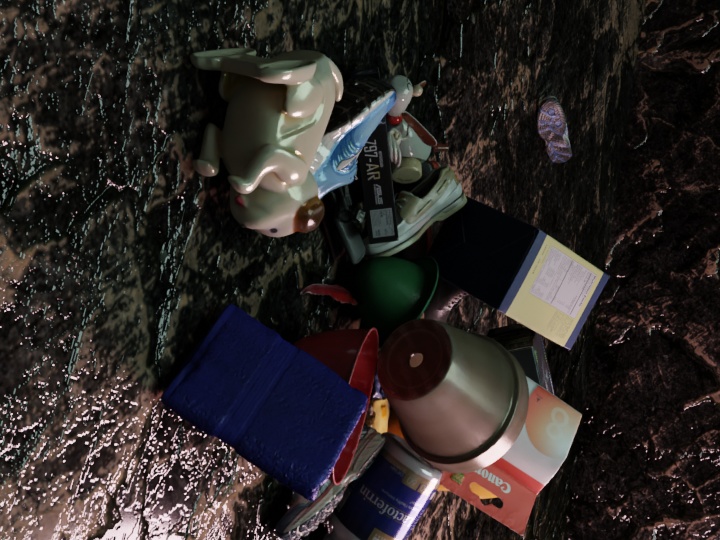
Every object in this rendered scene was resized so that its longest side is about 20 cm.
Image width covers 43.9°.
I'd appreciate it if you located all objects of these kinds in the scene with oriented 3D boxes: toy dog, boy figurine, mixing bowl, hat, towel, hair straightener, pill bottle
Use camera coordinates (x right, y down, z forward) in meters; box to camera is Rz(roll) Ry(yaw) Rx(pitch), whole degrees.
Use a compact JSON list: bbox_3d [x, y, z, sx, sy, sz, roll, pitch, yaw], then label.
[{"bbox_3d":[0.085,-0.209,1.317,0.200,0.095,0.134,67,16,-84],"label":"toy dog"},{"bbox_3d":[0.024,0.227,1.394,0.124,0.063,0.204,33,64,-73],"label":"boy figurine"},{"bbox_3d":[-0.053,0.160,1.139,0.200,0.107,0.204,12,90,-80],"label":"mixing bowl"},{"bbox_3d":[0.000,0.000,1.284,0.175,0.200,0.167,38,84,-21],"label":"hat"},{"bbox_3d":[-0.099,-0.137,0.985,0.193,0.138,0.203,-30,129,-56],"label":"toy dog"},{"bbox_3d":[-0.103,0.144,0.980,0.148,0.198,0.050,-56,179,-38],"label":"towel"},{"bbox_3d":[-0.021,-0.093,1.209,0.041,0.076,0.202,-44,136,-38],"label":"hair straightener"},{"bbox_3d":[0.027,0.352,1.313,0.202,0.115,0.115,-59,153,2],"label":"pill bottle"}]

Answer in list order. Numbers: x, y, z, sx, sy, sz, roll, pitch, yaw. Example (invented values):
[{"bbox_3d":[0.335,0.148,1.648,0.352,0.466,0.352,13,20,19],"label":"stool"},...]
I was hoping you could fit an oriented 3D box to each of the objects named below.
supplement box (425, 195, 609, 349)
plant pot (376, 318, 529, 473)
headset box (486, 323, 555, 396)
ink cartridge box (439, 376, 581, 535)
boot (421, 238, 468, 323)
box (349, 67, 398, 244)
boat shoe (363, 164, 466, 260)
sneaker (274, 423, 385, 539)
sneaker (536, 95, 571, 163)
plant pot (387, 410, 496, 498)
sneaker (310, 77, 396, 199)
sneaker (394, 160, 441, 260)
[{"bbox_3d":[0.245,0.001,1.420,0.198,0.199,0.136,27,94,-38],"label":"supplement box"},{"bbox_3d":[0.113,0.155,1.238,0.174,0.197,0.203,44,56,-46],"label":"plant pot"},{"bbox_3d":[0.262,0.194,1.468,0.200,0.091,0.177,-31,109,-74],"label":"headset box"},{"bbox_3d":[0.222,0.258,1.310,0.161,0.050,0.202,33,64,-12],"label":"ink cartridge box"},{"bbox_3d":[0.175,0.050,1.587,0.077,0.136,0.203,-31,124,-59],"label":"boot"},{"bbox_3d":[0.018,-0.162,1.243,0.161,0.043,0.203,-93,176,-64],"label":"box"},{"bbox_3d":[0.073,-0.090,1.372,0.199,0.074,0.069,-36,115,-23],"label":"boat shoe"},{"bbox_3d":[-0.056,0.285,1.240,0.200,0.086,0.078,-45,162,-25],"label":"sneaker"},{"bbox_3d":[0.479,-0.361,2.235,0.201,0.074,0.078,65,17,-47],"label":"sneaker"},{"bbox_3d":[0.140,0.282,1.479,0.200,0.180,0.204,-12,90,-75],"label":"plant pot"},{"bbox_3d":[-0.029,-0.156,1.114,0.200,0.078,0.090,-45,136,-2],"label":"sneaker"},{"bbox_3d":[0.074,-0.082,1.451,0.081,0.077,0.203,4,101,-32],"label":"sneaker"}]
